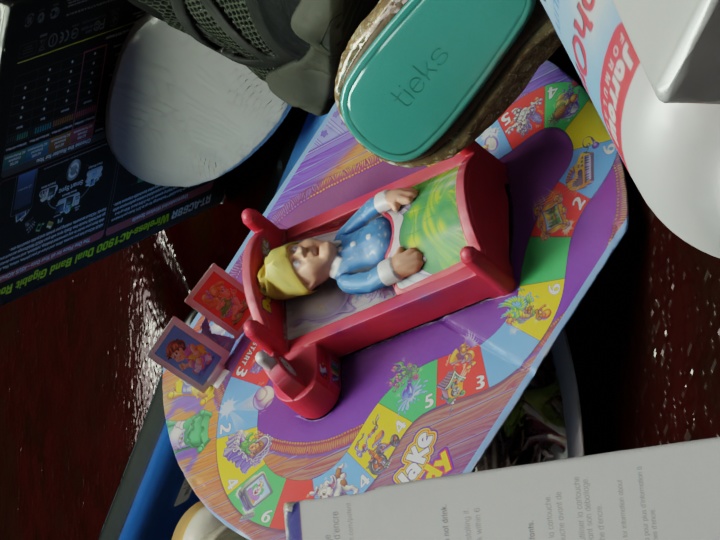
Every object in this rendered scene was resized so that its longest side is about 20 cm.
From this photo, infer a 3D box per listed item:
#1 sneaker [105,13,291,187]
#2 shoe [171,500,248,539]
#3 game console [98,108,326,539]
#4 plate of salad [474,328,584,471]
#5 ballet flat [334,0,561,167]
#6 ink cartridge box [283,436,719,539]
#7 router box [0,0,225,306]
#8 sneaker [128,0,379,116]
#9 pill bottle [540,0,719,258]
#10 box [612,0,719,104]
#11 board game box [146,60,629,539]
[{"bbox_3d":[-0.045,-0.129,1.181,0.201,0.075,0.089,-60,9,23],"label":"sneaker"},{"bbox_3d":[-0.008,0.173,1.043,0.053,0.070,0.201,-18,100,58],"label":"shoe"},{"bbox_3d":[-0.058,0.018,1.162,0.118,0.170,0.201,47,139,22],"label":"game console"},{"bbox_3d":[0.030,0.075,1.025,0.200,0.048,0.202,-179,90,-68],"label":"plate of salad"},{"bbox_3d":[0.063,-0.115,0.905,0.200,0.071,0.065,-43,3,31],"label":"ballet flat"},{"bbox_3d":[0.080,0.098,0.742,0.039,0.199,0.100,27,-123,-69],"label":"ink cartridge box"},{"bbox_3d":[-0.127,-0.080,1.222,0.062,0.200,0.151,25,119,25],"label":"router box"},{"bbox_3d":[-0.042,-0.124,0.992,0.077,0.114,0.199,-64,0,-13],"label":"sneaker"},{"bbox_3d":[0.109,-0.073,0.750,0.201,0.108,0.109,-112,31,-43],"label":"pill bottle"},{"bbox_3d":[0.123,-0.144,0.662,0.107,0.151,0.201,114,148,-43],"label":"box"},{"bbox_3d":[0.000,0.000,0.963,0.158,0.039,0.201,29,85,46],"label":"board game box"}]
